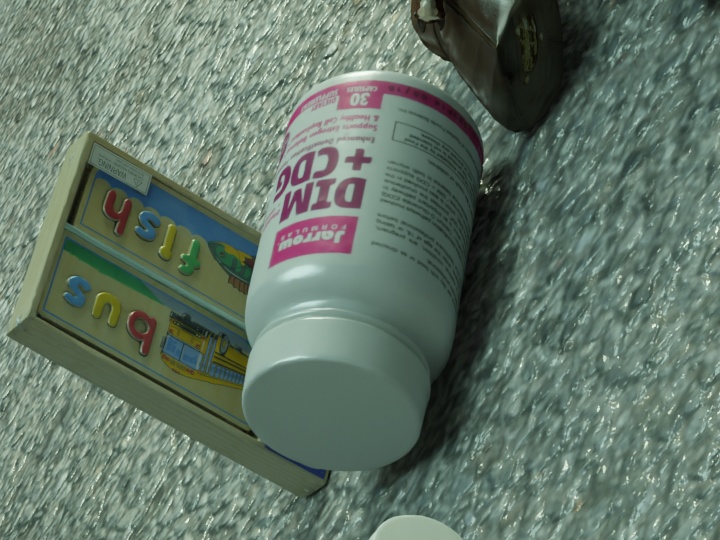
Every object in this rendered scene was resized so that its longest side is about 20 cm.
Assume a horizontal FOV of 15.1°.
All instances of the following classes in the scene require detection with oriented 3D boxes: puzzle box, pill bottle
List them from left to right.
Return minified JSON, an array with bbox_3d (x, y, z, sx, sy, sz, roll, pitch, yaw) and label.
[{"bbox_3d":[-0.092,0.025,1.507,0.025,0.199,0.134,-34,33,47],"label":"puzzle box"},{"bbox_3d":[0.000,0.000,1.454,0.113,0.113,0.201,-39,30,42],"label":"pill bottle"}]

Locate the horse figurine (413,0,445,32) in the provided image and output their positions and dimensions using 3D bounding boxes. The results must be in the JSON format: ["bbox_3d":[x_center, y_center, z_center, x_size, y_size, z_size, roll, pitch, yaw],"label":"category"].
[{"bbox_3d":[0.011,-0.235,1.492,0.050,0.201,0.133,-26,-3,3],"label":"horse figurine"}]

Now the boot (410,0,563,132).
[{"bbox_3d":[0.073,-0.190,1.541,0.200,0.064,0.188,-119,27,-69],"label":"boot"}]

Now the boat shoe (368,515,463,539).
[{"bbox_3d":[0.014,0.204,1.230,0.201,0.072,0.069,-93,17,-45],"label":"boat shoe"}]
